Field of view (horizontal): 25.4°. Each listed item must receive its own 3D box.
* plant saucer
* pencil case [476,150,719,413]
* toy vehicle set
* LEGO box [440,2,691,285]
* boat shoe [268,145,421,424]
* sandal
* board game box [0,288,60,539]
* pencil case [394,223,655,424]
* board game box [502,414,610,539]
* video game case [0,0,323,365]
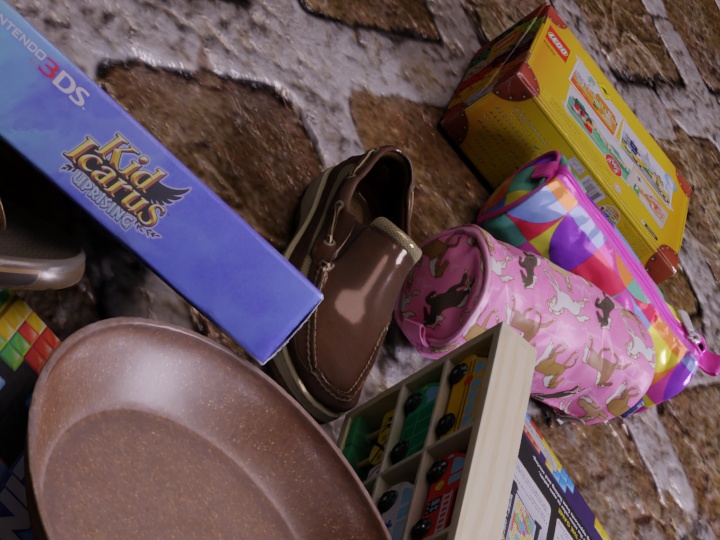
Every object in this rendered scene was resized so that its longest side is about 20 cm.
[{"bbox_3d":[-0.058,0.110,0.626,0.200,0.037,0.201,39,27,-25],"label":"plant saucer"},{"bbox_3d":[0.171,0.009,1.156,0.200,0.088,0.088,49,31,-11],"label":"pencil case"},{"bbox_3d":[0.019,0.126,0.770,0.026,0.124,0.200,39,41,-20],"label":"toy vehicle set"},{"bbox_3d":[0.165,-0.087,1.243,0.200,0.077,0.149,50,30,-13],"label":"LEGO box"},{"bbox_3d":[-0.004,-0.004,0.924,0.075,0.075,0.203,39,35,-28],"label":"boat shoe"},{"bbox_3d":[-0.196,-0.059,0.660,0.200,0.055,0.082,38,23,11],"label":"sandal"},{"bbox_3d":[-0.144,0.119,0.614,0.165,0.057,0.200,48,32,-14],"label":"board game box"},{"bbox_3d":[0.109,0.039,1.042,0.200,0.083,0.087,27,50,-42],"label":"pencil case"},{"bbox_3d":[0.094,0.189,0.884,0.200,0.057,0.166,56,30,-22],"label":"board game box"},{"bbox_3d":[-0.125,-0.058,0.728,0.200,0.045,0.181,44,-4,-27],"label":"video game case"}]
